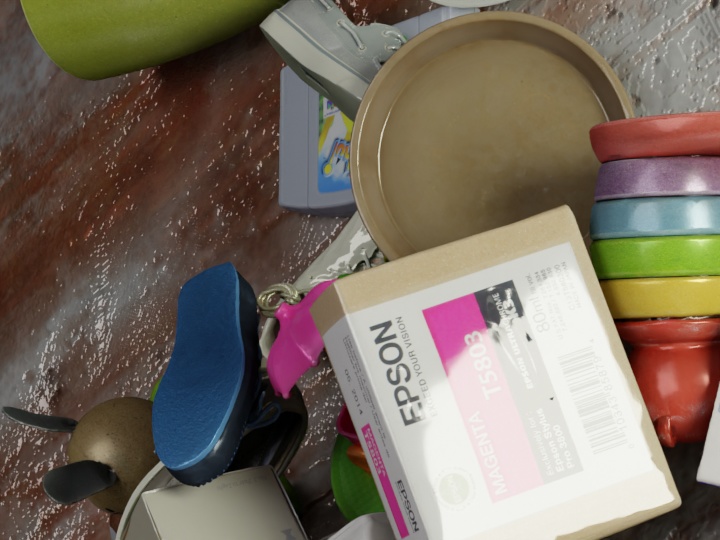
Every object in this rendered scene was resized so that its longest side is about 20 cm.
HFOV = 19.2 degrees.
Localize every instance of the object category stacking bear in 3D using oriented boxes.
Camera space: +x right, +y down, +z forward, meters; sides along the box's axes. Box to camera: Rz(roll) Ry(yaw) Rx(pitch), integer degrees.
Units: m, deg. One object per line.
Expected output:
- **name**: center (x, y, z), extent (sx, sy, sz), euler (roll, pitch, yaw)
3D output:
- **stacking bear**: center (0.201, 0.008, 1.327), extent (0.113, 0.121, 0.202), euler (-2, 88, 15)

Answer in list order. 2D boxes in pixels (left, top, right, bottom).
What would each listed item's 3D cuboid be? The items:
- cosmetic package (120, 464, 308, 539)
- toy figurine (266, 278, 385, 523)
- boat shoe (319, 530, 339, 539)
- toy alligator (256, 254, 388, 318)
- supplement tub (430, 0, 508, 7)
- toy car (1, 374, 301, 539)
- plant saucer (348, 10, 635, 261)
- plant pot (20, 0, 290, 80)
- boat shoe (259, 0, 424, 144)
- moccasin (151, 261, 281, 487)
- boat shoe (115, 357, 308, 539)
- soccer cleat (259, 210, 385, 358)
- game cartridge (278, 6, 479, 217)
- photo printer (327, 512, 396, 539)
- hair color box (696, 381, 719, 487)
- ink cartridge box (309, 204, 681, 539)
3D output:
- **cosmetic package**: center (-0.118, 0.224, 1.445), extent (0.073, 0.103, 0.200), euler (62, 144, 29)
- **toy figurine**: center (0.023, 0.081, 1.405), extent (0.199, 0.184, 0.151), euler (10, 65, 38)
- **boat shoe**: center (-0.035, 0.227, 1.528), extent (0.200, 0.072, 0.066), euler (-35, 42, 39)
- **toy alligator**: center (0.028, 0.013, 1.500), extent (0.198, 0.054, 0.060), euler (-10, 66, 10)
- **supplement tub**: center (0.072, -0.305, 1.521), extent (0.145, 0.145, 0.201), euler (-34, 56, 34)
- **toy car**: center (-0.175, 0.157, 1.594), extent (0.158, 0.199, 0.164), euler (-57, 46, 16)
- **plant saucer**: center (0.091, -0.076, 1.449), extent (0.198, 0.029, 0.202), euler (-1, 84, 8)
- **plant pot**: center (-0.144, -0.253, 1.724), extent (0.199, 0.187, 0.189), euler (-1, 77, 30)
- **boat shoe**: center (0.002, -0.153, 1.552), extent (0.071, 0.070, 0.201), euler (-44, 48, -5)
- **moccasin**: center (-0.087, 0.075, 1.429), extent (0.080, 0.068, 0.201), euler (-17, 35, 21)
- **boat shoe**: center (-0.106, 0.157, 1.502), extent (0.202, 0.072, 0.060), euler (-55, 33, 10)
- **soccer cleat**: center (0.000, 0.000, 1.544), extent (0.069, 0.078, 0.200), euler (46, 120, 5)
- **game cartridge**: center (0.012, -0.113, 1.605), extent (0.199, 0.040, 0.134), euler (-16, 71, 42)
- **photo printer**: center (0.008, 0.235, 1.402), extent (0.200, 0.166, 0.070), euler (-43, 51, 37)
- **hair color box**: center (0.301, 0.094, 1.225), extent (0.199, 0.065, 0.110), euler (13, 87, 42)
- **ink cartridge box**: center (0.082, 0.081, 1.299), extent (0.075, 0.164, 0.201), euler (133, 117, -72)
